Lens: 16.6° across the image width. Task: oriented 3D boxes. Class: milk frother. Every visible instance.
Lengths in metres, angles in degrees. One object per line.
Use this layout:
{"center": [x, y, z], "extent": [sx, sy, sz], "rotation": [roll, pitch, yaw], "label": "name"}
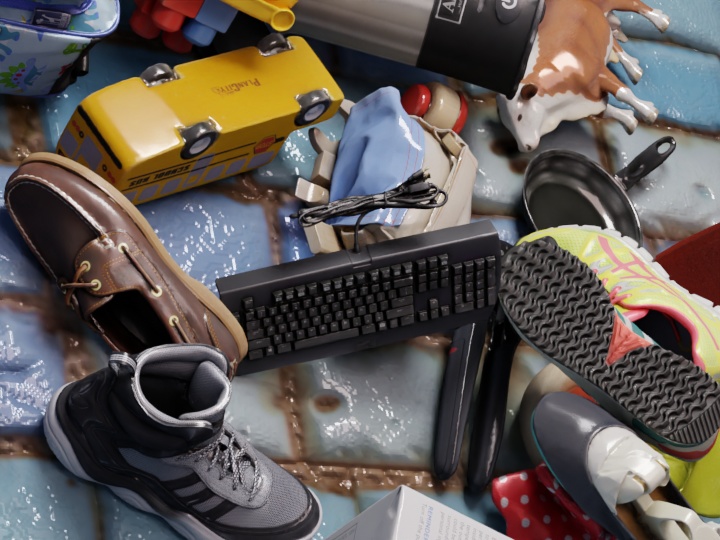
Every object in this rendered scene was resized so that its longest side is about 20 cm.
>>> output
{"center": [0.042, -0.219, 1.869], "extent": [0.187, 0.200, 0.181], "rotation": [16, 68, -2], "label": "milk frother"}

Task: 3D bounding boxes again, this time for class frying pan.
{"center": [0.179, -0.066, 1.927], "extent": [0.115, 0.031, 0.190], "rotation": [35, 45, -13], "label": "frying pan"}

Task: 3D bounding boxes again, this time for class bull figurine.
{"center": [0.176, -0.164, 1.958], "extent": [0.121, 0.065, 0.201], "rotation": [26, 49, -12], "label": "bull figurine"}

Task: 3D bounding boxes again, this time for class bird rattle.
{"center": [0.173, 0.138, 1.779], "extent": [0.199, 0.113, 0.163], "rotation": [-7, 55, -24], "label": "bird rattle"}

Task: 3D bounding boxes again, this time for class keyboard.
{"center": [0.000, 0.000, 1.665], "extent": [0.199, 0.128, 0.021], "rotation": [-13, 29, -14], "label": "keyboard"}

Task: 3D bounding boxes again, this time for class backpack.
{"center": [-0.268, -0.222, 1.630], "extent": [0.199, 0.147, 0.184], "rotation": [1, 60, -31], "label": "backpack"}

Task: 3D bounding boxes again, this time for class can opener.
{"center": [0.088, 0.063, 1.765], "extent": [0.063, 0.079, 0.201], "rotation": [23, 64, -7], "label": "can opener"}

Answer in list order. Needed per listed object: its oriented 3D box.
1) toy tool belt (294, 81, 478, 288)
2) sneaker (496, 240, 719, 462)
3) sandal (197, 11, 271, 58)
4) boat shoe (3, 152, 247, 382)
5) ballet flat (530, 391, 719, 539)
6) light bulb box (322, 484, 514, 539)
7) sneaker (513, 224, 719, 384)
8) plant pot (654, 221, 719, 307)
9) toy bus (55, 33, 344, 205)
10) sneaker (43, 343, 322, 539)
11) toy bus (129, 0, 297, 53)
{"center": [0.016, -0.073, 1.756], "extent": [0.123, 0.125, 0.201], "rotation": [28, 49, -29], "label": "toy tool belt"}
{"center": [0.171, 0.064, 1.721], "extent": [0.200, 0.093, 0.070], "rotation": [40, 76, 21], "label": "sneaker"}
{"center": [-0.116, -0.222, 1.807], "extent": [0.076, 0.043, 0.200], "rotation": [-30, 82, -43], "label": "sandal"}
{"center": [-0.159, 0.009, 1.614], "extent": [0.200, 0.070, 0.070], "rotation": [43, 43, -6], "label": "boat shoe"}
{"center": [0.196, 0.158, 1.659], "extent": [0.200, 0.073, 0.073], "rotation": [53, 46, -6], "label": "ballet flat"}
{"center": [0.048, 0.257, 1.521], "extent": [0.199, 0.198, 0.125], "rotation": [28, 52, -20], "label": "light bulb box"}
{"center": [0.190, 0.027, 1.797], "extent": [0.199, 0.078, 0.090], "rotation": [27, 20, 23], "label": "sneaker"}
{"center": [0.391, 0.011, 1.931], "extent": [0.200, 0.176, 0.200], "rotation": [-20, 76, -42], "label": "plant pot"}
{"center": [-0.108, -0.103, 1.711], "extent": [0.200, 0.078, 0.065], "rotation": [-20, 65, -41], "label": "toy bus"}
{"center": [-0.095, 0.113, 1.566], "extent": [0.199, 0.114, 0.076], "rotation": [27, 51, -19], "label": "sneaker"}
{"center": [-0.115, -0.247, 1.686], "extent": [0.200, 0.192, 0.136], "rotation": [26, 16, -30], "label": "toy bus"}
